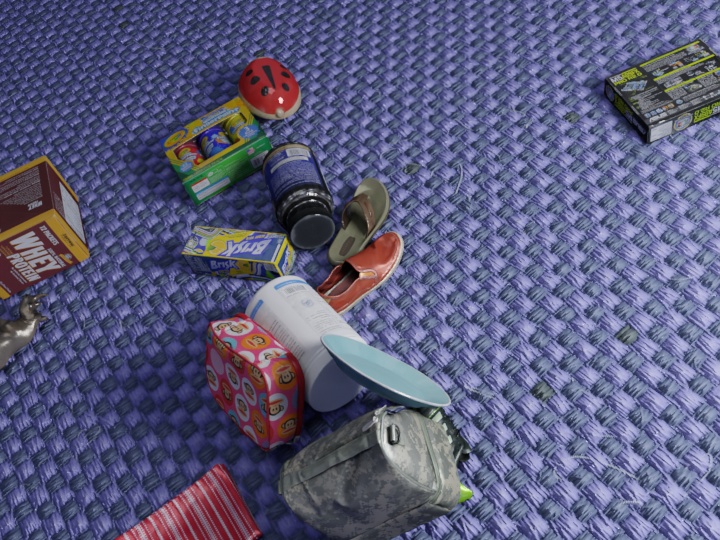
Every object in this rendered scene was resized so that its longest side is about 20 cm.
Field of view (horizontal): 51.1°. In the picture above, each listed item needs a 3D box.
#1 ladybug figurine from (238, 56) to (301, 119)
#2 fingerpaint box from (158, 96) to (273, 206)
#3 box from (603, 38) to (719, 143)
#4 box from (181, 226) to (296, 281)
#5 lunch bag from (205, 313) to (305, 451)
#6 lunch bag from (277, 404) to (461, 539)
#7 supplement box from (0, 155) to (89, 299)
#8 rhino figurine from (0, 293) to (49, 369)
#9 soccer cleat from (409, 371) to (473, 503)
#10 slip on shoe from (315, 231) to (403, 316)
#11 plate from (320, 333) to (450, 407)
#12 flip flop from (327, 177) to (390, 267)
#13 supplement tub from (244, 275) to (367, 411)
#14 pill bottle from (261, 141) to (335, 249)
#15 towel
[{"bbox_3d":[-0.199,-0.404,1.650,0.134,0.072,0.201,-16,49,-16],"label":"ladybug figurine"},{"bbox_3d":[-0.300,-0.254,1.582,0.199,0.074,0.167,-30,50,-7],"label":"fingerpaint box"},{"bbox_3d":[0.577,-0.332,1.384,0.198,0.044,0.161,-23,50,-1],"label":"box"},{"bbox_3d":[-0.224,-0.030,1.394,0.198,0.065,0.071,6,56,21],"label":"box"},{"bbox_3d":[-0.166,0.180,1.153,0.081,0.178,0.199,-16,33,-35],"label":"lunch bag"},{"bbox_3d":[0.011,0.264,0.989,0.199,0.167,0.140,-32,51,26],"label":"lunch bag"},{"bbox_3d":[-0.687,-0.089,1.540,0.196,0.133,0.201,-26,50,-4],"label":"supplement box"},{"bbox_3d":[-0.664,0.119,1.420,0.087,0.060,0.200,35,68,14],"label":"rhino figurine"},{"bbox_3d":[0.115,0.240,1.088,0.080,0.068,0.202,-7,58,0],"label":"soccer cleat"},{"bbox_3d":[0.000,0.000,1.303,0.200,0.061,0.074,-42,51,-17],"label":"slip on shoe"},{"bbox_3d":[0.030,0.143,1.033,0.199,0.200,0.026,29,96,33],"label":"plate"},{"bbox_3d":[-0.006,-0.094,1.377,0.080,0.058,0.201,14,59,26],"label":"flip flop"},{"bbox_3d":[-0.085,0.112,1.199,0.132,0.132,0.200,-37,52,-12],"label":"supplement tub"},{"bbox_3d":[-0.113,-0.140,1.412,0.111,0.112,0.201,-21,50,0],"label":"pill bottle"},{"bbox_3d":[-0.257,0.394,1.109,0.199,0.023,0.145,-35,52,-10],"label":"towel"}]
